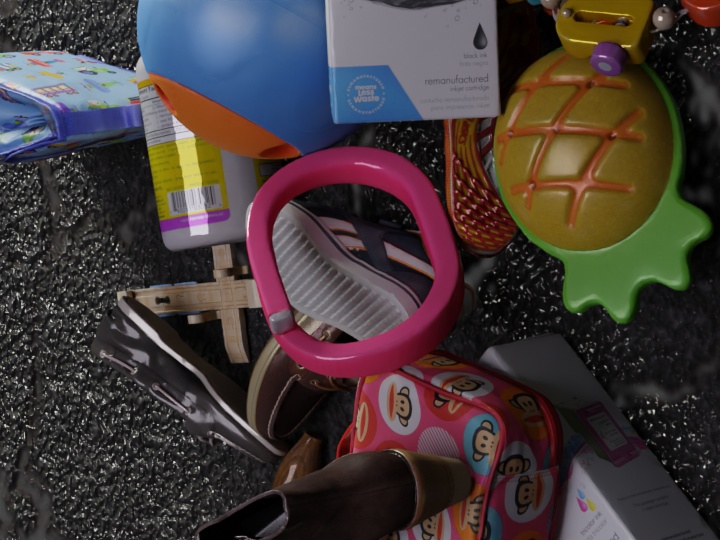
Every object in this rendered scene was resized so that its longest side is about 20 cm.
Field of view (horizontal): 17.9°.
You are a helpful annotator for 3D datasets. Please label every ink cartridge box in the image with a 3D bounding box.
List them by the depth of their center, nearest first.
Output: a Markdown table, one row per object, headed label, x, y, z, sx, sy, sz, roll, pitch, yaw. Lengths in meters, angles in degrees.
| label | x | y | z | sx | sy | sz | roll | pitch | yaw |
| --- | --- | --- | --- | --- | --- | --- | --- | --- | --- |
| ink cartridge box | 0.032 | -0.203 | 1.537 | 0.068 | 0.115 | 0.201 | -100 | 6 | -81 |
| ink cartridge box | 0.136 | 0.165 | 1.610 | 0.200 | 0.084 | 0.145 | 54 | 130 | 27 |

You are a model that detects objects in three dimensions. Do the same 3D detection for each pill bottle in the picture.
| label | x | y | z | sx | sy | sz | roll | pitch | yaw |
| --- | --- | --- | --- | --- | --- | --- | --- | --- | --- |
| pill bottle | -0.120 | -0.120 | 1.808 | 0.104 | 0.104 | 0.201 | -9 | 90 | 46 |

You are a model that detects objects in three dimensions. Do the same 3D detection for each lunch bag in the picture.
| label | x | y | z | sx | sy | sz | roll | pitch | yaw |
| --- | --- | --- | --- | --- | --- | --- | --- | --- | --- |
| lunch bag | 0.050 | 0.161 | 1.578 | 0.176 | 0.082 | 0.201 | 22 | 112 | 43 |
| lunch bag | -0.242 | -0.135 | 1.896 | 0.200 | 0.150 | 0.095 | 4 | 100 | 45 |

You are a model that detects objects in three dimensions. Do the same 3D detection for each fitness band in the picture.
| label | x | y | z | sx | sy | sz | roll | pitch | yaw |
| --- | --- | --- | --- | --- | --- | --- | --- | --- | --- |
| fitness band | -0.005 | -0.010 | 1.601 | 0.038 | 0.143 | 0.200 | 76 | 177 | -47 |

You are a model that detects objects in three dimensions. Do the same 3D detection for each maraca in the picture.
| label | x | y | z | sx | sy | sz | roll | pitch | yaw |
| --- | --- | --- | --- | --- | --- | --- | --- | --- | --- |
| maraca | 0.159 | -0.062 | 1.523 | 0.137 | 0.107 | 0.201 | -33 | 63 | 24 |

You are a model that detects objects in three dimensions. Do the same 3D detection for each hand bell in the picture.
| label | x | y | z | sx | sy | sz | roll | pitch | yaw |
| --- | --- | --- | --- | --- | --- | --- | --- | --- | --- |
| hand bell | -0.074 | 0.222 | 1.848 | 0.104 | 0.104 | 0.201 | 33 | 108 | 37 |

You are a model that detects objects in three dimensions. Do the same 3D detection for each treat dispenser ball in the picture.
| label | x | y | z | sx | sy | sz | roll | pitch | yaw |
| --- | --- | --- | --- | --- | --- | --- | --- | --- | --- |
| treat dispenser ball | -0.064 | -0.182 | 1.671 | 0.200 | 0.200 | 0.202 | 9 | 103 | 44 |

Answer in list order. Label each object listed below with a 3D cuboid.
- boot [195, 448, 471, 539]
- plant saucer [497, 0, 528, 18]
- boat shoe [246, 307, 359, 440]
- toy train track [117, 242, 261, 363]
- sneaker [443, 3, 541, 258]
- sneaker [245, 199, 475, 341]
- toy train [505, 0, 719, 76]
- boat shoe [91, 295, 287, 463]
| label | x | y | z | sx | sy | sz | roll | pitch | yaw |
| --- | --- | --- | --- | --- | --- | --- | --- | --- | --- |
| boot | -0.043 | 0.159 | 1.502 | 0.200 | 0.166 | 0.073 | -26 | 74 | 50 |
| plant saucer | 0.058 | -0.268 | 1.575 | 0.029 | 0.199 | 0.201 | -99 | 9 | -80 |
| boat shoe | -0.022 | 0.064 | 1.766 | 0.072 | 0.072 | 0.200 | 46 | 118 | 28 |
| toy train track | -0.146 | 0.024 | 1.909 | 0.200 | 0.032 | 0.115 | -5 | 93 | 47 |
| sneaker | 0.086 | -0.109 | 1.625 | 0.077 | 0.073 | 0.201 | 142 | 135 | -87 |
| sneaker | 0.000 | 0.000 | 1.679 | 0.200 | 0.079 | 0.079 | 35 | 133 | 38 |
| toy train | 0.183 | -0.195 | 1.508 | 0.150 | 0.056 | 0.200 | -44 | 51 | -9 |
| boat shoe | -0.142 | 0.102 | 1.875 | 0.200 | 0.067 | 0.057 | 42 | 101 | 21 |
